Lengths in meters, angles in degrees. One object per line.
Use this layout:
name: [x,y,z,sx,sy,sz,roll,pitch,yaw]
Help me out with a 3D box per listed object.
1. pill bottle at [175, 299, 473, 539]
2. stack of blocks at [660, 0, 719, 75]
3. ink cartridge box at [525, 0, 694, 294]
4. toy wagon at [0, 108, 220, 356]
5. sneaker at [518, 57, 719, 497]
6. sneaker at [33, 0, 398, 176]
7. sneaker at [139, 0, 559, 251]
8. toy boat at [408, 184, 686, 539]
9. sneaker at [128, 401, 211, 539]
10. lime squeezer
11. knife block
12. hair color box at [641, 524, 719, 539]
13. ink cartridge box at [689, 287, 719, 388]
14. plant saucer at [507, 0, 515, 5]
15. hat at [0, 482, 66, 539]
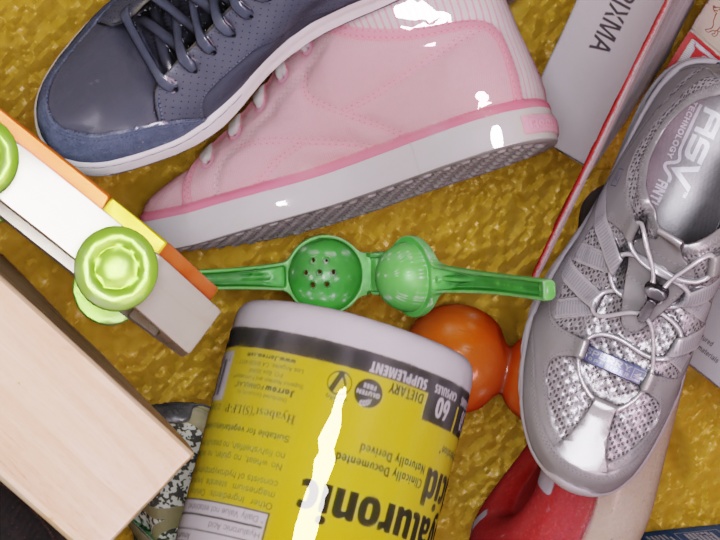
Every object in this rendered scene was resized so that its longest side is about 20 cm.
pill bottle: [-0.026,0.122,1.233,0.111,0.111,0.201,20,80,-31]
stack of blocks: [0.237,-0.057,1.274,0.059,0.200,0.115,-40,167,-39]
ink cartridge box: [0.115,-0.114,1.200,0.177,0.045,0.200,-56,172,-40]
toy wagon: [-0.143,-0.035,1.152,0.200,0.155,0.040,39,83,-3]
sneaker: [0.119,-0.001,1.216,0.074,0.082,0.201,18,87,0]
sneaker: [-0.058,-0.124,1.117,0.202,0.077,0.146,-34,161,0]
sneaker: [-0.016,-0.076,1.231,0.075,0.199,0.105,-6,79,-64]
toy boat: [0.083,0.053,1.339,0.130,0.131,0.201,13,107,2]
sneaker: [-0.073,0.157,1.297,0.076,0.089,0.201,-3,115,4]
lime squeezer: [0.000,0.000,1.255,0.071,0.199,0.038,29,64,-67]
knife block: [-0.177,0.015,1.152,0.064,0.200,0.176,-46,153,0]
hair color box: [0.127,0.191,1.438,0.199,0.061,0.101,-3,112,-24]
ink cartridge box: [0.263,-0.003,1.405,0.146,0.084,0.200,35,93,-33]
plant saucer: [0.029,-0.192,1.245,0.199,0.029,0.201,-10,115,-23]
hat: [-0.225,0.137,1.235,0.199,0.081,0.202,-15,125,-22]
